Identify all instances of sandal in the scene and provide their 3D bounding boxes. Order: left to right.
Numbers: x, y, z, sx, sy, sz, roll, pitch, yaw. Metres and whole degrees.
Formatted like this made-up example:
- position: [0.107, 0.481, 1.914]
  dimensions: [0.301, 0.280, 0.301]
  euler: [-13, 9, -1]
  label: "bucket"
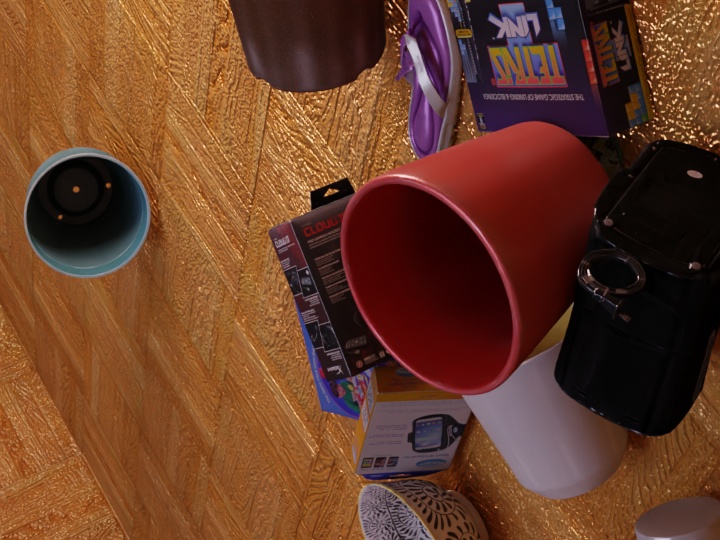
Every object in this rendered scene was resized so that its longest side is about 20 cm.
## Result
- position: [0.062, -0.189, 1.507]
  dimensions: [0.082, 0.049, 0.205]
  euler: [39, 142, 46]
  label: "sandal"

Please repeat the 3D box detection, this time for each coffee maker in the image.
- position: [0.218, 0.027, 1.200]
  dimensions: [0.135, 0.190, 0.201]
  euler: [48, 149, 35]
  label: "coffee maker"

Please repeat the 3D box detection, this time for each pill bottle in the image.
- position: [0.308, 0.310, 1.346]
  dimensions: [0.111, 0.110, 0.202]
  euler: [4, 114, 63]
  label: "pill bottle"

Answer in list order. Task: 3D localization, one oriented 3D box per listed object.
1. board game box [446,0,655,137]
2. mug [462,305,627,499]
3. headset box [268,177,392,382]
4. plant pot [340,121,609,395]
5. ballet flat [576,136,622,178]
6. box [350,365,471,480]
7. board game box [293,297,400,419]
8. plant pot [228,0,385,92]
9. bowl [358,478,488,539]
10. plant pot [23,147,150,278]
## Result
- position: [0.154, -0.203, 1.304]
  dimensions: [0.199, 0.056, 0.167]
  euler: [11, 119, 61]
  label: "board game box"
- position: [0.187, 0.121, 1.450]
  dimensions: [0.148, 0.187, 0.155]
  euler: [-18, 105, 33]
  label: "mug"
- position: [0.000, 0.000, 1.671]
  dimensions: [0.077, 0.148, 0.202]
  euler: [-17, 94, 65]
  label: "headset box"
- position: [0.109, -0.025, 1.265]
  dimensions: [0.199, 0.177, 0.202]
  euler: [30, 137, 32]
  label: "plant pot"
- position: [0.166, -0.064, 1.379]
  dimensions: [0.075, 0.074, 0.200]
  euler: [63, 155, 9]
  label: "ballet flat"
- position: [0.058, 0.176, 1.729]
  dimensions: [0.201, 0.117, 0.042]
  euler: [106, 159, -53]
  label: "box"
- position: [-0.012, 0.084, 1.853]
  dimensions: [0.134, 0.045, 0.202]
  euler: [10, 120, 47]
  label: "board game box"
- position: [-0.058, -0.301, 1.512]
  dimensions: [0.200, 0.199, 0.200]
  euler: [44, 154, 40]
  label: "plant pot"
- position: [0.091, 0.322, 1.806]
  dimensions: [0.201, 0.094, 0.202]
  euler: [44, 149, 35]
  label: "bowl"
- position: [-0.451, -0.111, 2.460]
  dimensions: [0.188, 0.198, 0.202]
  euler: [-133, 28, -67]
  label: "plant pot"
